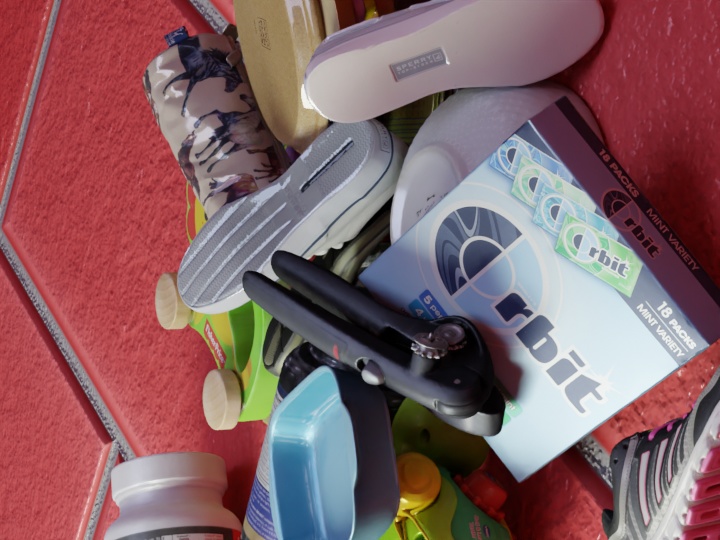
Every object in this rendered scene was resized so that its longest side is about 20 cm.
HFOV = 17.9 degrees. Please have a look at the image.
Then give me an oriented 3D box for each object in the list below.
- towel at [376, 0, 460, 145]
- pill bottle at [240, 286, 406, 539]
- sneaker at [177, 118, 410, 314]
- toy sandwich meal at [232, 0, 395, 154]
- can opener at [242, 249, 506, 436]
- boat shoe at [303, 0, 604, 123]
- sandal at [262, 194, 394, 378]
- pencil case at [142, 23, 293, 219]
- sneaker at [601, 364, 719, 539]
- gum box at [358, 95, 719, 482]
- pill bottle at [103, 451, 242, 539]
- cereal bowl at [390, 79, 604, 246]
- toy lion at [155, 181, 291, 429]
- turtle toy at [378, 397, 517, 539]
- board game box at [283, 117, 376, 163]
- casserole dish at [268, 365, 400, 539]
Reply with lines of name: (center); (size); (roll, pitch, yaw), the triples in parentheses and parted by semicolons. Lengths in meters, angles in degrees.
towel: (0.022, -0.158, 1.700); (0.200, 0.023, 0.144); (4, 90, 61)
pill bottle: (-0.011, 0.118, 1.629); (0.112, 0.112, 0.200); (39, 119, 55)
sneaker: (-0.042, -0.030, 1.619); (0.200, 0.071, 0.073); (-36, 56, 23)
toy sandwich meal: (-0.036, -0.180, 1.636); (0.205, 0.070, 0.205); (167, 90, -75)
can opener: (0.003, 0.043, 1.438); (0.200, 0.063, 0.079); (28, 131, 27)
boat shoe: (0.060, -0.151, 1.506); (0.069, 0.200, 0.072); (-91, -23, -57)
sandal: (-0.001, 0.000, 1.676); (0.201, 0.057, 0.080); (-54, 18, 20)
pencil case: (-0.094, -0.092, 1.727); (0.089, 0.078, 0.200); (-44, 57, 26)
sneaker: (0.189, 0.106, 1.316); (0.087, 0.074, 0.200); (53, 136, 41)
gum box: (0.111, 0.016, 1.404); (0.170, 0.045, 0.200); (52, 136, 4)
pill bottle: (-0.147, 0.254, 1.845); (0.116, 0.116, 0.200); (-34, 57, 54)
cereal bowl: (0.078, -0.034, 1.523); (0.200, 0.083, 0.200); (-16, 71, 58)
toy lion: (-0.098, -0.003, 1.821); (0.200, 0.069, 0.192); (-120, 37, -44)
turtle toy: (0.051, 0.172, 1.518); (0.146, 0.101, 0.200); (122, 141, -59)
board game box: (-0.037, -0.131, 1.748); (0.200, 0.032, 0.120); (-162, 80, -66)
casserole dish: (-0.017, 0.132, 1.494); (0.200, 0.039, 0.121); (133, 131, -66)
